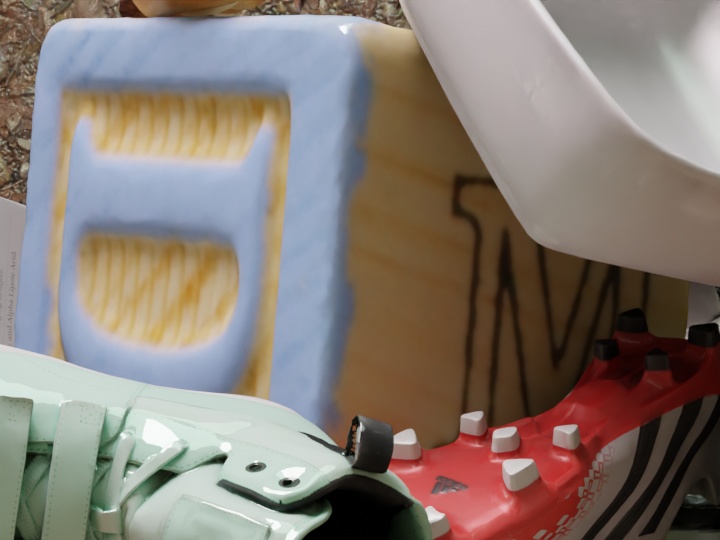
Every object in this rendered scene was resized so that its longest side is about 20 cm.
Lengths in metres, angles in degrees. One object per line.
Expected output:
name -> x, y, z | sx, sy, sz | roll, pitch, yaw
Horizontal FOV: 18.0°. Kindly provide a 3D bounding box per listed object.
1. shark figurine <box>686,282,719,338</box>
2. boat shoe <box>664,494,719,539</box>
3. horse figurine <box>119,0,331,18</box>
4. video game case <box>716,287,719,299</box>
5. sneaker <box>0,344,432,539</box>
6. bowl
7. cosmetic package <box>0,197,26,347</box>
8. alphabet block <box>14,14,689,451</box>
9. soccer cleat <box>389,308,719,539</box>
shark figurine -> 0.206, 0.030, 1.113 | 0.128, 0.214, 0.090 | 38, 20, -37
boat shoe -> 0.086, 0.083, 0.998 | 0.074, 0.061, 0.200 | 5, 1, -34
horse figurine -> -0.045, -0.122, 0.896 | 0.132, 0.050, 0.200 | -7, 5, 5
video game case -> 0.173, 0.016, 1.241 | 0.199, 0.023, 0.182 | 10, -19, -5
sneaker -> -0.075, 0.066, 0.664 | 0.200, 0.074, 0.118 | 2, 7, -30
bowl -> 0.098, -0.071, 0.788 | 0.199, 0.075, 0.200 | 9, 42, -41
cosmetic package -> -0.253, 0.004, 1.121 | 0.081, 0.114, 0.200 | -9, -16, 31
alphabet block -> -0.003, 0.009, 0.900 | 0.199, 0.198, 0.195 | 5, 2, -43
soccer cleat -> 0.067, 0.083, 0.796 | 0.068, 0.086, 0.200 | 11, 28, 41
